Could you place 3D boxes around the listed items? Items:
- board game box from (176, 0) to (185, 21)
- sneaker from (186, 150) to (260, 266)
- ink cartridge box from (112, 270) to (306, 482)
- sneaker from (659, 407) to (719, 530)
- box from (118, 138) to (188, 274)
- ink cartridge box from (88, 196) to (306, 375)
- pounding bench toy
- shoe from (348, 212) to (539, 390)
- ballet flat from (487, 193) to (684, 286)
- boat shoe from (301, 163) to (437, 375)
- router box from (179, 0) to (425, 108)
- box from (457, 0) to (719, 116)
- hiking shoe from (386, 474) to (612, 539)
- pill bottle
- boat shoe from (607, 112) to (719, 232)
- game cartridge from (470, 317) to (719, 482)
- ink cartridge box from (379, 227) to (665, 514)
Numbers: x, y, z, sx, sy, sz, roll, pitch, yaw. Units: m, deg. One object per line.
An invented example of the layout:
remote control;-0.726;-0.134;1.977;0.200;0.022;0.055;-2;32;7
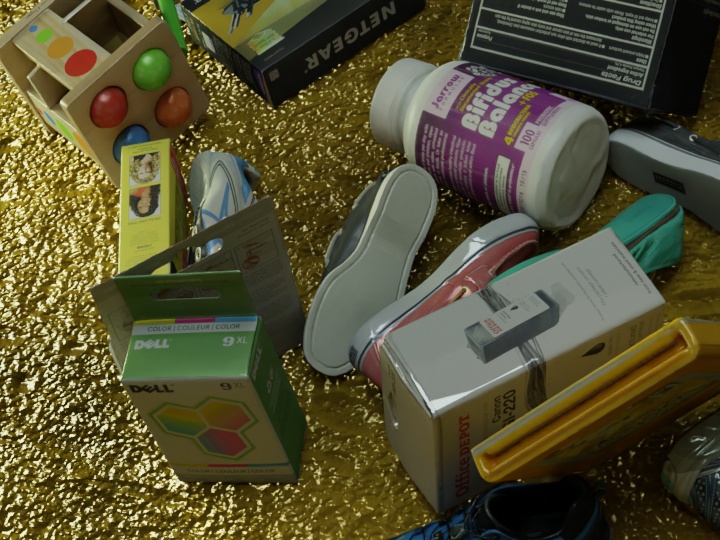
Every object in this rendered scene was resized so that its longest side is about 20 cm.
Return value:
board game box;-0.144;-0.365;1.686;0.061;0.200;0.201;24;73;33
sneaker;-0.118;-0.034;1.436;0.072;0.072;0.201;10;42;-12
ink cartridge box;-0.116;0.086;1.241;0.103;0.201;0.060;-2;51;14
sneaker;0.319;0.121;1.191;0.199;0.078;0.086;-37;62;-9
box;-0.184;-0.021;1.445;0.050;0.076;0.201;-10;46;3
ink cartridge box;-0.131;0.024;1.301;0.160;0.201;0.050;-28;53;-12
pounding bench toy;-0.218;-0.208;1.568;0.200;0.125;0.156;-44;52;-14
shoe;0.091;0.040;1.321;0.199;0.072;0.091;-37;59;-19
ballet flat;0.189;0.008;1.311;0.199;0.071;0.067;-27;26;-25
boat shoe;0.000;0.000;1.383;0.060;0.073;0.202;-16;48;62
router box;-0.059;-0.269;1.643;0.199;0.052;0.157;-36;50;-17
box;0.215;-0.257;1.443;0.199;0.123;0.200;20;101;31
hiking shoe;0.081;0.191;1.172;0.198;0.087;0.075;-17;47;1
pill bottle;0.109;-0.118;1.423;0.199;0.113;0.112;24;59;32
boat shoe;0.298;-0.083;1.375;0.066;0.070;0.199;-41;44;-20
game cartridge;0.190;0.093;1.133;0.176;0.199;0.033;-35;69;23
ink cartridge box;0.120;0.076;1.210;0.198;0.146;0.085;-24;55;-13
